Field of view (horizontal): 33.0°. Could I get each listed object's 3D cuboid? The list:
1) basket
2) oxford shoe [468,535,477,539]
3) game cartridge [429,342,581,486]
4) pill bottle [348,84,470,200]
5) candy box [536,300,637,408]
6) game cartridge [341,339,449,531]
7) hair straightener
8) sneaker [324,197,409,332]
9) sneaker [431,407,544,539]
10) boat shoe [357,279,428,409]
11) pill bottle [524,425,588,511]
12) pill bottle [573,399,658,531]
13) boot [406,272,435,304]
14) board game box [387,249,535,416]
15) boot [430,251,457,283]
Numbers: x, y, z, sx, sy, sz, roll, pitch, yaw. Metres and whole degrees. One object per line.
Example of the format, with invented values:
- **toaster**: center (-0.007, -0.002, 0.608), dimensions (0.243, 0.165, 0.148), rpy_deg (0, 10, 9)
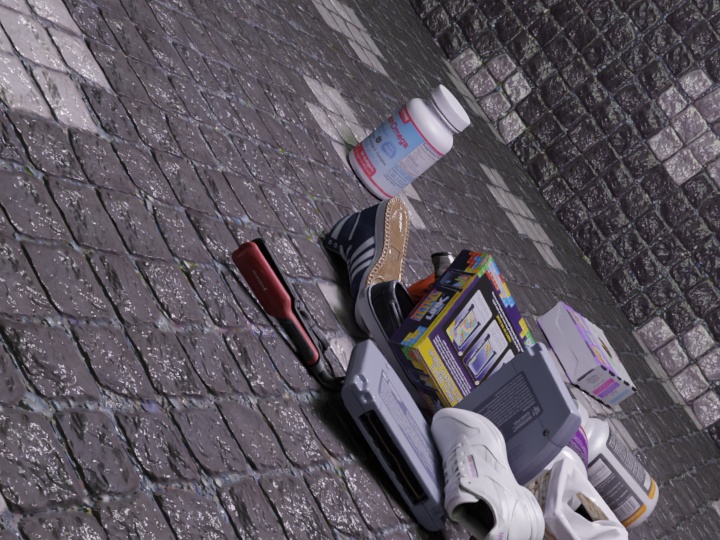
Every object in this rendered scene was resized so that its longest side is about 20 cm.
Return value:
- **basket**: center (0.238, 0.339, 1.477), dimensions (0.136, 0.123, 0.200), rpy_deg (52, 18, -1)
- **oxford shoe**: center (0.157, 0.363, 1.313), dimensions (0.074, 0.070, 0.201), rpy_deg (25, 30, -44)
- **game cartridge**: center (0.167, 0.195, 1.447), dimensions (0.040, 0.200, 0.134), rpy_deg (31, 27, -39)
- **pill bottle**: center (0.085, -0.218, 2.057), dimensions (0.109, 0.199, 0.109), rpy_deg (45, 17, -19)
- **candy box**: center (0.466, 0.175, 2.493), dimensions (0.199, 0.071, 0.169), rpy_deg (31, 27, -49)
- **game cartridge**: center (0.043, 0.183, 1.382), dimensions (0.201, 0.041, 0.133), rpy_deg (59, 19, -13)
- **hair straightener**: center (-0.070, 0.048, 1.389), dimensions (0.201, 0.041, 0.077), rpy_deg (53, 17, 0)
- **sneaker**: center (0.000, 0.000, 1.649), dimensions (0.070, 0.107, 0.202), rpy_deg (40, 50, -39)
- **sneaker**: center (0.126, 0.230, 1.364), dimensions (0.099, 0.075, 0.201), rpy_deg (4, 37, -38)
- **boat shoe**: center (0.072, 0.095, 1.568), dimensions (0.201, 0.067, 0.072), rpy_deg (59, 32, -21)
- **pill bottle**: center (0.260, 0.272, 1.685), dimensions (0.113, 0.112, 0.200), rpy_deg (51, 17, -3)
- **pill bottle**: center (0.361, 0.303, 1.881), dimensions (0.200, 0.116, 0.117), rpy_deg (49, 17, -13)
- **boot**: center (0.087, 0.048, 1.696), dimensions (0.075, 0.107, 0.200), rpy_deg (53, 19, -6)
- **board game box**: center (0.139, 0.103, 1.550), dimensions (0.056, 0.166, 0.201), rpy_deg (16, -35, 47)
- **boot**: center (0.164, 0.062, 1.677), dimensions (0.199, 0.067, 0.132), rpy_deg (36, 54, -38)
